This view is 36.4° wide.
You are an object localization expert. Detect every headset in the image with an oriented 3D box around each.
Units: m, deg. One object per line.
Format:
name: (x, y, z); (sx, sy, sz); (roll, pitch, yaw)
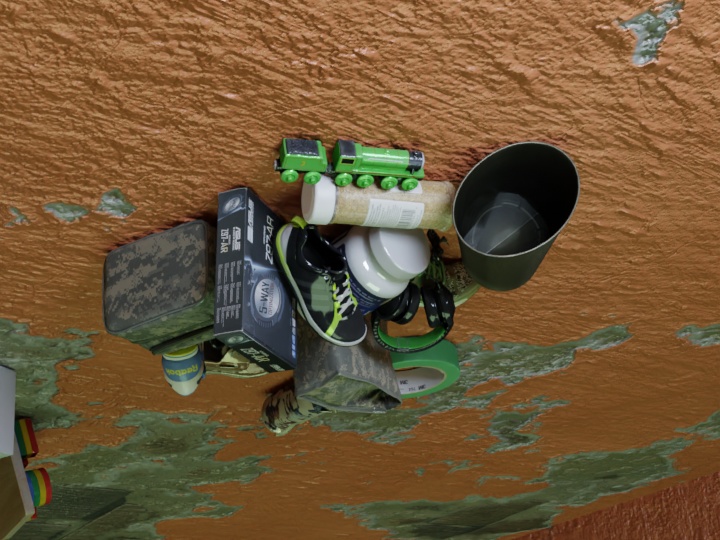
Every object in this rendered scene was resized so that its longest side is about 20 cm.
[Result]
headset: (0.084, 0.037, 1.612); (0.122, 0.095, 0.201); (5, 135, -16)

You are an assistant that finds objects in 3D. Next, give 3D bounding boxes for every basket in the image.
basket: (0.198, -0.058, 1.463); (0.180, 0.136, 0.200); (-38, 164, -11)

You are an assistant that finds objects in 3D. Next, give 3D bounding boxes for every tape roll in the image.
tape roll: (0.084, 0.182, 2.025); (0.198, 0.049, 0.201); (-5, 154, -2)

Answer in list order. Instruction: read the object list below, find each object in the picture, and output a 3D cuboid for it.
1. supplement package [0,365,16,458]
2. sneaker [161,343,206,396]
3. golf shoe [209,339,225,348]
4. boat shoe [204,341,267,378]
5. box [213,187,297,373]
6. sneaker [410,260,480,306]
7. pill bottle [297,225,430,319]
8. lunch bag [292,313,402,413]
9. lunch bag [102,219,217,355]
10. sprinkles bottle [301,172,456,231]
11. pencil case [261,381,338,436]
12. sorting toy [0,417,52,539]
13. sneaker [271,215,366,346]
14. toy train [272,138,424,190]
supplement package: (-0.702, 0.242, 1.824); (0.198, 0.152, 0.152); (-17, 152, 20)
sneaker: (-0.275, 0.129, 1.694); (0.073, 0.083, 0.200); (-10, -165, -2)
golf shoe: (-0.164, 0.049, 1.637); (0.072, 0.093, 0.199); (16, 145, -35)
boat shoe: (-0.214, 0.136, 1.824); (0.197, 0.077, 0.072); (-6, 153, -6)
box: (-0.135, 0.015, 1.444); (0.043, 0.202, 0.160); (-10, 154, 20)
sneaker: (0.093, 0.009, 1.653); (0.197, 0.078, 0.089); (-8, 143, -6)
pill bottle: (0.000, 0.000, 1.548); (0.115, 0.117, 0.199); (14, 148, -37)
lunch bag: (-0.019, 0.136, 1.766); (0.117, 0.166, 0.199); (-30, 146, 30)
lunch bag: (-0.237, 0.034, 1.532); (0.198, 0.141, 0.167); (-20, 154, 23)
sprinkles bottle: (0.025, -0.089, 1.425); (0.198, 0.069, 0.068); (3, 153, -20)
pencil case: (-0.105, 0.249, 2.067); (0.077, 0.090, 0.199); (14, 148, -38)
sorting toy: (-0.661, 0.392, 2.108); (0.069, 0.201, 0.200); (-8, 160, -36)
sneaker: (-0.045, 0.019, 1.448); (0.082, 0.072, 0.201); (-11, 120, 50)
toy train: (-0.010, -0.134, 1.361); (0.197, 0.042, 0.057); (2, 143, -18)
